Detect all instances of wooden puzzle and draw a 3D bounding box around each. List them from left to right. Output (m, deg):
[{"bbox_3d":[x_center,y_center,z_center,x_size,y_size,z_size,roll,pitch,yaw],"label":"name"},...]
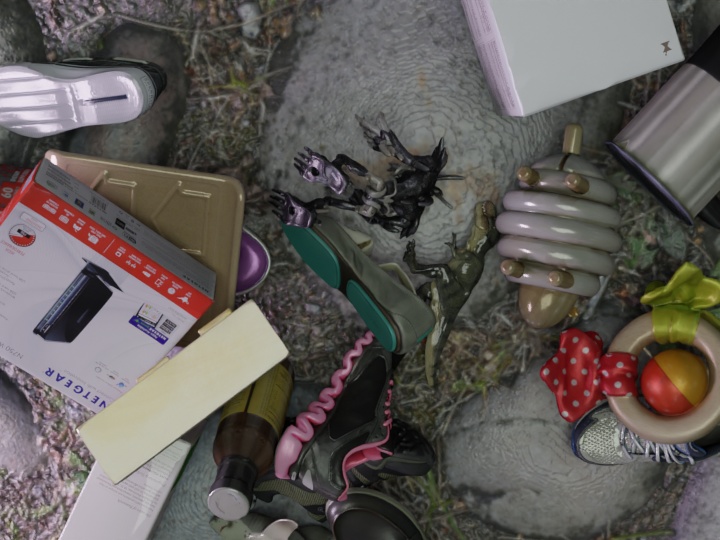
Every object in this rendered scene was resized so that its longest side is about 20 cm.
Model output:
[{"bbox_3d":[-0.212,-0.020,1.203,0.197,0.046,0.188,10,115,3],"label":"wooden puzzle"}]

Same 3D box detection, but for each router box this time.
[{"bbox_3d":[-0.265,0.023,1.156,0.199,0.049,0.180,34,114,-21],"label":"router box"}]

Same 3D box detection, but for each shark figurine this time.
[{"bbox_3d":[-0.049,0.313,1.275,0.128,0.089,0.216,-38,87,38],"label":"shark figurine"}]

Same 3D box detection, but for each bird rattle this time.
[{"bbox_3d":[0.284,0.092,1.202,0.199,0.113,0.164,-37,65,-3],"label":"bird rattle"}]

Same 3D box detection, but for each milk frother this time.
[{"bbox_3d":[0.365,-0.124,1.153,0.180,0.200,0.188,42,96,-8],"label":"milk frother"}]

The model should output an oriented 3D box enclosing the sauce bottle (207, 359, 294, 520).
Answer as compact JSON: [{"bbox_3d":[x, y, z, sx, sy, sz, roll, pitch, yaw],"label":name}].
[{"bbox_3d":[-0.109,0.157,1.190,0.064,0.201,0.066,4,123,7],"label":"sauce bottle"}]

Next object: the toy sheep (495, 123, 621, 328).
[{"bbox_3d":[0.193,-0.043,1.199,0.136,0.138,0.203,14,91,-1],"label":"toy sheep"}]

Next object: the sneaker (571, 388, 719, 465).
[{"bbox_3d":[0.311,0.159,1.244,0.197,0.085,0.078,-12,97,3],"label":"sneaker"}]

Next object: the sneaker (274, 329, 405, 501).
[{"bbox_3d":[0.003,0.142,1.206,0.095,0.079,0.201,30,63,18],"label":"sneaker"}]

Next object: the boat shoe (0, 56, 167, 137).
[{"bbox_3d":[-0.280,-0.173,1.220,0.197,0.071,0.073,4,111,20],"label":"boat shoe"}]

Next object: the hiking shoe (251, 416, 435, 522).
[{"bbox_3d":[-0.022,0.206,1.269,0.197,0.076,0.102,2,114,2],"label":"hiking shoe"}]

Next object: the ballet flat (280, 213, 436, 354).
[{"bbox_3d":[0.000,0.000,1.225,0.063,0.068,0.200,-30,63,-24],"label":"ballet flat"}]

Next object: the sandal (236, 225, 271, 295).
[{"bbox_3d":[-0.188,-0.029,1.244,0.200,0.050,0.083,23,97,-3],"label":"sandal"}]

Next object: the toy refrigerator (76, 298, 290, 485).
[{"bbox_3d":[-0.164,0.110,1.154,0.199,0.076,0.070,-36,88,-5],"label":"toy refrigerator"}]

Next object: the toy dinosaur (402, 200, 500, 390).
[{"bbox_3d":[0.076,0.018,1.251,0.087,0.047,0.202,20,100,-8],"label":"toy dinosaur"}]

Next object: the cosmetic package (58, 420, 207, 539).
[{"bbox_3d":[-0.239,0.234,1.248,0.084,0.108,0.202,25,98,-1],"label":"cosmetic package"}]

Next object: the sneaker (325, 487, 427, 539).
[{"bbox_3d":[0.039,0.308,1.228,0.074,0.107,0.200,-35,112,16],"label":"sneaker"}]

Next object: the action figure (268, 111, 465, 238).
[{"bbox_3d":[0.010,-0.092,1.201,0.102,0.198,0.120,48,125,30],"label":"action figure"}]

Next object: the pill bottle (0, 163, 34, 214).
[{"bbox_3d":[-0.407,-0.054,1.210,0.197,0.116,0.118,8,97,-1],"label":"pill bottle"}]

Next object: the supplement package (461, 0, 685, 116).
[{"bbox_3d":[0.185,-0.237,1.139,0.150,0.200,0.153,-19,97,2],"label":"supplement package"}]
